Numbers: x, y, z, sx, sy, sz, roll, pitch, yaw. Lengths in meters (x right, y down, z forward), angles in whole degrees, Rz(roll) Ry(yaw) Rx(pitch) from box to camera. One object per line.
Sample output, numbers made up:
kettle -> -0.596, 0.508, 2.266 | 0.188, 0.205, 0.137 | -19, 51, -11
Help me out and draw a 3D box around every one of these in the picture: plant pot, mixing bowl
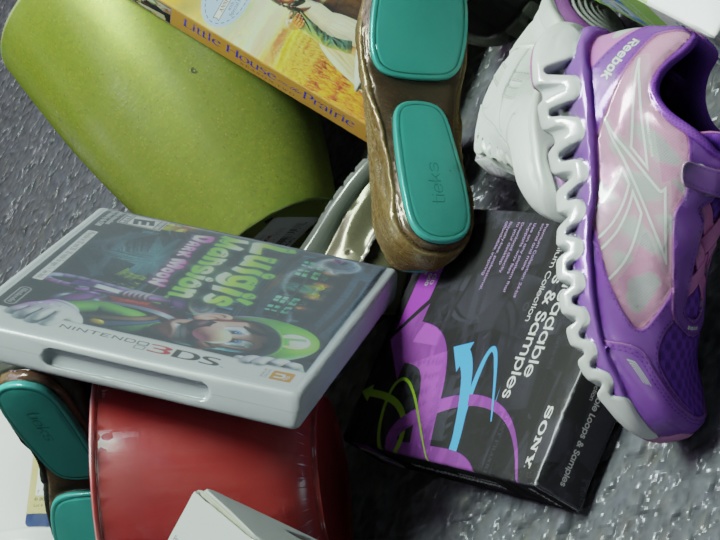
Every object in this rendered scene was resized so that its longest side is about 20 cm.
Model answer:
plant pot -> -0.100, -0.099, 1.408 | 0.187, 0.186, 0.201 | -43, 68, 31
mixing bowl -> -0.065, 0.121, 1.179 | 0.107, 0.201, 0.201 | -7, 47, 9

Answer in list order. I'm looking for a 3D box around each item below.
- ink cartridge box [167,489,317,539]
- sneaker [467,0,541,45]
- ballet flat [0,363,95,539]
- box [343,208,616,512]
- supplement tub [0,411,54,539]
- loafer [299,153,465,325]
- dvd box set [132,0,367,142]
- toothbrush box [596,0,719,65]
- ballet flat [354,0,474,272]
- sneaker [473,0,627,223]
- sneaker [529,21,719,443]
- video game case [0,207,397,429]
ink cartridge box -> -0.055, 0.228, 1.068 | 0.201, 0.144, 0.084 | -63, 28, -2
sneaker -> 0.113, -0.206, 1.249 | 0.199, 0.075, 0.080 | -31, 36, 43
ballet flat -> -0.145, 0.102, 1.222 | 0.067, 0.201, 0.069 | 2, 44, 15
box -> 0.075, 0.039, 1.141 | 0.199, 0.036, 0.144 | 6, 70, 60
supplement tub -> -0.187, 0.140, 1.383 | 0.144, 0.144, 0.201 | -41, 33, 34
loafer -> 0.000, 0.000, 1.290 | 0.200, 0.069, 0.075 | -52, -9, -1
dvd box set -> -0.028, -0.181, 1.340 | 0.147, 0.199, 0.029 | -58, -3, -17
toothbrush box -> 0.147, -0.203, 1.096 | 0.199, 0.086, 0.146 | 32, 93, 34
ballet flat -> 0.025, -0.089, 1.225 | 0.072, 0.067, 0.202 | 136, 133, -59
sneaker -> 0.102, -0.067, 1.156 | 0.100, 0.075, 0.201 | -53, 13, 29
sneaker -> 0.137, -0.025, 1.007 | 0.088, 0.080, 0.202 | -14, 77, 27
video game case -> -0.090, 0.019, 1.169 | 0.200, 0.180, 0.024 | -50, -30, -67
